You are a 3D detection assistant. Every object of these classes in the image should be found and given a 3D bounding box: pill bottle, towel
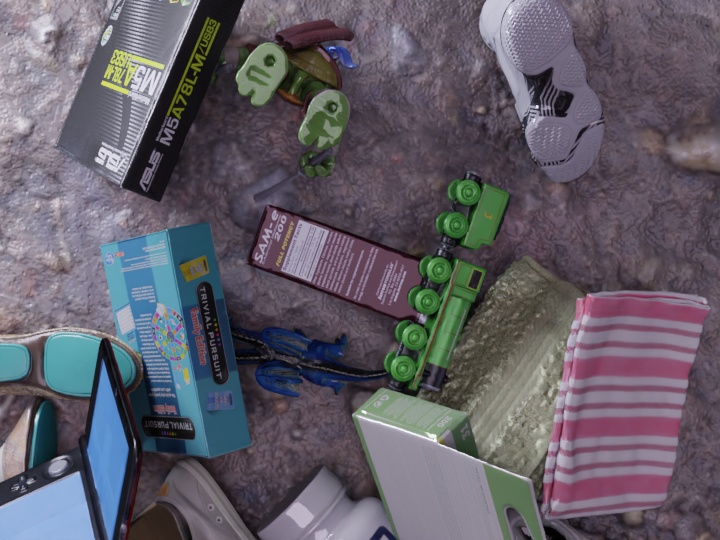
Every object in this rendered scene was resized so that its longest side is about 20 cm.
[{"bbox_3d":[0.004,0.283,1.195,0.120,0.120,0.200,-44,90,2],"label":"pill bottle"},{"bbox_3d":[0.139,0.094,1.133,0.148,0.037,0.201,31,78,26],"label":"towel"},{"bbox_3d":[0.227,0.117,1.100,0.145,0.030,0.202,1,102,-35],"label":"towel"}]

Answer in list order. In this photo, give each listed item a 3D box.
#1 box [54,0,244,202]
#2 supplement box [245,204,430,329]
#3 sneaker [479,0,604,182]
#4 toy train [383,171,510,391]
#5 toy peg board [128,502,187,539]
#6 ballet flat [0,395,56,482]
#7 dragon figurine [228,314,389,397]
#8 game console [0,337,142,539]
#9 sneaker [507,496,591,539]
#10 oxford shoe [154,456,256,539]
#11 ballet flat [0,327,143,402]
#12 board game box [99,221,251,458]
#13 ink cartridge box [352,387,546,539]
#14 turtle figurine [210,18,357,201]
[{"bbox_3d":[-0.193,-0.174,1.148,0.047,0.200,0.194,24,92,-33],"label":"box"},{"bbox_3d":[0.000,0.000,1.190,0.198,0.109,0.061,21,92,1],"label":"supplement box"},{"bbox_3d":[0.168,-0.186,1.201,0.075,0.115,0.201,-21,126,2],"label":"sneaker"},{"bbox_3d":[0.076,0.014,1.118,0.056,0.042,0.202,20,91,-12],"label":"toy train"},{"bbox_3d":[-0.198,0.345,1.171,0.097,0.199,0.201,-32,92,18],"label":"toy peg board"},{"bbox_3d":[-0.327,0.221,1.226,0.067,0.068,0.202,-1,90,8],"label":"ballet flat"},{"bbox_3d":[-0.061,0.082,1.180,0.199,0.099,0.059,14,95,35],"label":"dragon figurine"},{"bbox_3d":[-0.258,0.177,1.083,0.171,0.200,0.119,-24,120,-8],"label":"game console"},{"bbox_3d":[0.211,0.283,1.213,0.199,0.081,0.075,34,90,-2],"label":"sneaker"},{"bbox_3d":[-0.125,0.270,1.213,0.058,0.075,0.201,-37,90,-25],"label":"oxford shoe"},{"bbox_3d":[-0.295,0.088,1.216,0.198,0.065,0.071,4,84,9],"label":"ballet flat"},{"bbox_3d":[-0.171,0.065,1.176,0.047,0.151,0.202,-12,93,-34],"label":"board game box"},{"bbox_3d":[0.091,0.188,1.069,0.048,0.199,0.147,-37,123,-34],"label":"ink cartridge box"},{"bbox_3d":[-0.080,-0.136,1.144,0.198,0.194,0.145,-21,100,-2],"label":"turtle figurine"}]
